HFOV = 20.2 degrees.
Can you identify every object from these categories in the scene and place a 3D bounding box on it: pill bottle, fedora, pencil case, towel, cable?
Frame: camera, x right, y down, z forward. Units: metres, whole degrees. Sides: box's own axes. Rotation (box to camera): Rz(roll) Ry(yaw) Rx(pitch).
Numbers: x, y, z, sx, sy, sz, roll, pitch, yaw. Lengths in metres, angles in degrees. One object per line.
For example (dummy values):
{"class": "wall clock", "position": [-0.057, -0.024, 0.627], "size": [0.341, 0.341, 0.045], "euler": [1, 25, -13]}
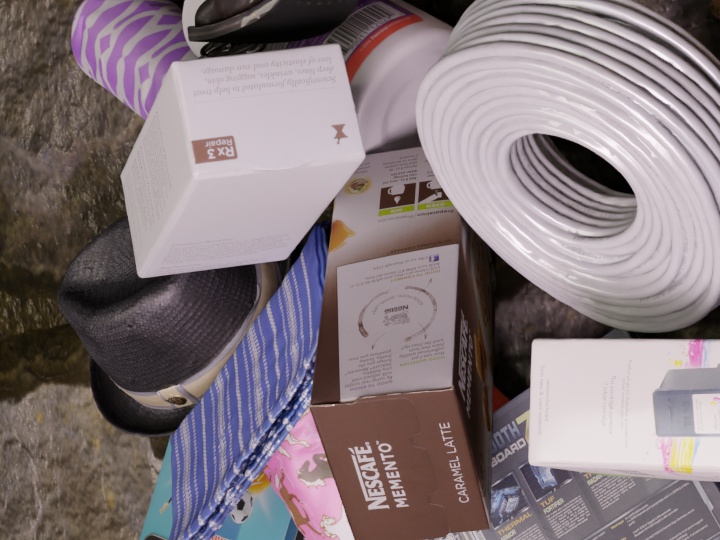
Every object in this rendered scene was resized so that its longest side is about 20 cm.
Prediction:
{"class": "pill bottle", "position": [-0.023, -0.132, 1.266], "size": [0.200, 0.111, 0.112], "euler": [35, 123, 41]}
{"class": "fedora", "position": [-0.142, 0.017, 1.399], "size": [0.200, 0.091, 0.202], "euler": [-26, 47, 32]}
{"class": "pencil case", "position": [-0.124, -0.130, 1.419], "size": [0.200, 0.084, 0.086], "euler": [42, 151, 39]}
{"class": "towel", "position": [-0.069, 0.075, 1.261], "size": [0.200, 0.024, 0.145], "euler": [-54, 21, 23]}
{"class": "pencil case", "position": [0.012, 0.158, 1.271], "size": [0.201, 0.086, 0.083], "euler": [53, 148, 2]}
{"class": "cable", "position": [0.120, -0.057, 1.053], "size": [0.199, 0.069, 0.201], "euler": [16, 144, 35]}

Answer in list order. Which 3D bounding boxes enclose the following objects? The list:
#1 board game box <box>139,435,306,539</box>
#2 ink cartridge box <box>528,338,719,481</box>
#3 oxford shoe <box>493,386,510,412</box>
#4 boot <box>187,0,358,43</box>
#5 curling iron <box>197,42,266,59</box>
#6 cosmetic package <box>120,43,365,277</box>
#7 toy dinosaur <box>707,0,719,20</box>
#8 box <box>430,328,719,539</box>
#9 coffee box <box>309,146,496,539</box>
{"class": "board game box", "position": [-0.074, 0.142, 1.379], "size": [0.150, 0.047, 0.202], "euler": [10, 81, 49]}
{"class": "ink cartridge box", "position": [0.197, 0.072, 1.013], "size": [0.199, 0.117, 0.068], "euler": [-1, 81, 32]}
{"class": "oxford shoe", "position": [0.073, 0.110, 1.256], "size": [0.201, 0.071, 0.073], "euler": [59, 171, 13]}
{"class": "boot", "position": [-0.039, -0.227, 1.117], "size": [0.199, 0.069, 0.175], "euler": [-23, 77, 44]}
{"class": "curling iron", "position": [-0.021, -0.178, 1.203], "size": [0.200, 0.026, 0.050], "euler": [-44, 52, -2]}
{"class": "cosmetic package", "position": [-0.073, -0.060, 1.169], "size": [0.200, 0.101, 0.075], "euler": [132, 128, -66]}
{"class": "toy dinosaur", "position": [0.222, -0.188, 1.000], "size": [0.101, 0.058, 0.201], "euler": [44, 129, 37]}
{"class": "box", "position": [0.117, 0.149, 1.149], "size": [0.200, 0.051, 0.158], "euler": [-37, 69, 20]}
{"class": "coffee box", "position": [0.029, 0.038, 1.134], "size": [0.201, 0.079, 0.115], "euler": [-84, -18, -48]}
